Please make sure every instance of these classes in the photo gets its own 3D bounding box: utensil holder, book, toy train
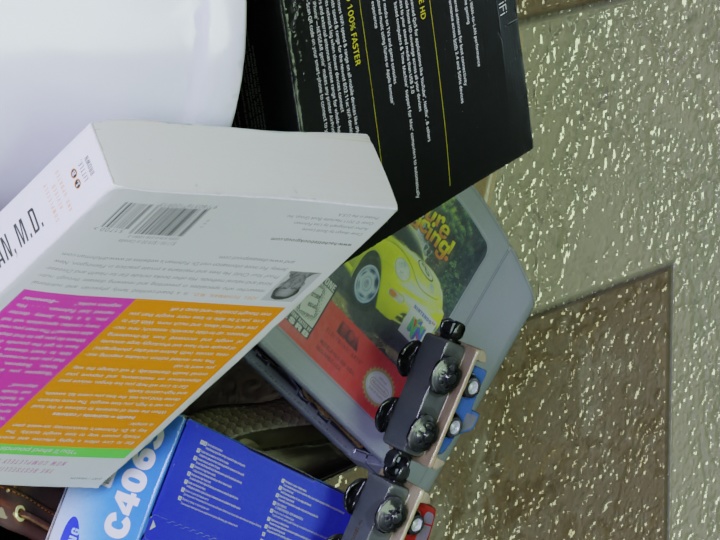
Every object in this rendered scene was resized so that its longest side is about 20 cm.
[{"bbox_3d":[-0.168,-0.093,0.929,0.199,0.170,0.171,-6,105,-33],"label":"utensil holder"},{"bbox_3d":[-0.098,0.015,0.959,0.133,0.200,0.048,2,58,-45],"label":"book"},{"bbox_3d":[0.012,0.118,1.197,0.046,0.034,0.201,21,91,-44],"label":"toy train"}]

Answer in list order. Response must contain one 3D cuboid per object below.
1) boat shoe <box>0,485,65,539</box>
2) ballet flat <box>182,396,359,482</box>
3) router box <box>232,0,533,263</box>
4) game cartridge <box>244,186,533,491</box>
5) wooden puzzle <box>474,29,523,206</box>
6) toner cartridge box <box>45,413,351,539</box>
[{"bbox_3d":[-0.131,0.129,1.163,0.200,0.070,0.071,57,30,-49],"label":"boat shoe"},{"bbox_3d":[-0.048,0.094,1.264,0.199,0.046,0.068,-19,138,-34],"label":"ballet flat"},{"bbox_3d":[-0.001,-0.118,1.072,0.149,0.051,0.201,-30,121,-43],"label":"router box"},{"bbox_3d":[0.000,0.000,1.217,0.200,0.041,0.134,45,64,-37],"label":"game cartridge"},{"bbox_3d":[-0.016,-0.055,1.290,0.199,0.046,0.186,10,92,-44],"label":"wooden puzzle"},{"bbox_3d":[-0.067,0.121,1.152,0.200,0.043,0.095,36,72,-63],"label":"toner cartridge box"}]
